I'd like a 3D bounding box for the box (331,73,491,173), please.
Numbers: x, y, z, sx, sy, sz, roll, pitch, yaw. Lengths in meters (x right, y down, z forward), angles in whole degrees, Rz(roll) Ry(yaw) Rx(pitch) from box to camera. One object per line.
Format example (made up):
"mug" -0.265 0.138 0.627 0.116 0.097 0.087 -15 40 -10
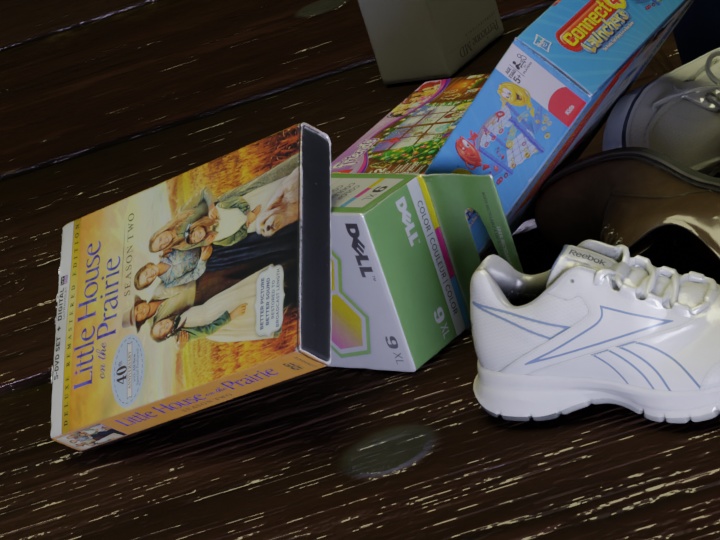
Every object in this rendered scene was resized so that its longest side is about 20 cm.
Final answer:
"box" 0.062 -0.086 1.537 0.136 0.039 0.200 -5 25 34

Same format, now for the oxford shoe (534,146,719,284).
"oxford shoe" 0.161 -0.022 1.249 0.084 0.073 0.200 -35 25 -28

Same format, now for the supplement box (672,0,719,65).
"supplement box" 0.314 -0.210 1.538 0.109 0.110 0.200 1 29 42

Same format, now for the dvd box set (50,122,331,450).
"dvd box set" -0.100 0.011 1.268 0.200 0.029 0.147 -20 58 35

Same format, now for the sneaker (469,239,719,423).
"sneaker" 0.139 0.028 1.119 0.199 0.087 0.075 -5 22 29

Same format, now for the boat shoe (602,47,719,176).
"boat shoe" 0.232 -0.103 1.380 0.086 0.075 0.202 -23 6 43

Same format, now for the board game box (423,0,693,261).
"board game box" 0.111 -0.095 1.334 0.196 0.056 0.200 -44 -9 -49

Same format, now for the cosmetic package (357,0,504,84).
"cosmetic package" 0.041 -0.265 1.778 0.071 0.201 0.101 -2 26 36

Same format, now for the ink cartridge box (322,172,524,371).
"ink cartridge box" 0.000 0.000 1.283 0.200 0.104 0.059 3 29 43
